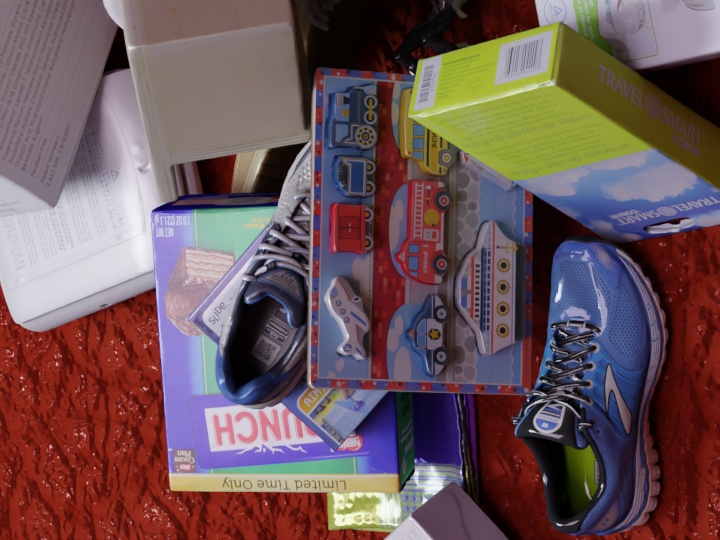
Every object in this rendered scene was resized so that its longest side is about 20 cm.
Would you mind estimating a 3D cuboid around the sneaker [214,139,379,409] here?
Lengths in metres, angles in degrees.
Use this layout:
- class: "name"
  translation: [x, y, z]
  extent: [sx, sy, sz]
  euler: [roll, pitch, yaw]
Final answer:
- class: "sneaker"
  translation: [-0.037, 0.002, 1.604]
  extent: [0.077, 0.085, 0.201]
  euler: [23, 99, 6]

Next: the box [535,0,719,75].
- class: "box"
  translation: [0.190, -0.226, 1.530]
  extent: [0.176, 0.096, 0.201]
  euler: [-11, 91, 41]

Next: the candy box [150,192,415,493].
- class: "candy box"
  translation: [-0.052, 0.050, 1.736]
  extent: [0.168, 0.077, 0.201]
  euler: [-2, 100, 13]

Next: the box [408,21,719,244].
- class: "box"
  translation: [0.141, -0.081, 1.560]
  extent: [0.122, 0.200, 0.048]
  euler: [-11, 60, 44]

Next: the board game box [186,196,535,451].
- class: "board game box"
  translation: [0.000, 0.000, 1.660]
  extent: [0.135, 0.034, 0.200]
  euler: [42, 101, 1]

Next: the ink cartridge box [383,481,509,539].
- class: "ink cartridge box"
  translation: [0.033, 0.255, 1.760]
  extent: [0.117, 0.067, 0.200]
  euler: [47, 126, 7]

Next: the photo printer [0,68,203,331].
- class: "photo printer"
  translation: [-0.202, -0.057, 1.919]
  extent: [0.200, 0.069, 0.167]
  euler: [-21, 82, 41]

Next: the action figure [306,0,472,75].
- class: "action figure"
  translation: [0.030, -0.190, 1.672]
  extent: [0.119, 0.102, 0.201]
  euler: [-28, 81, 59]

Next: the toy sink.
- class: "toy sink"
  translation: [-0.093, -0.150, 1.615]
  extent: [0.200, 0.111, 0.131]
  euler: [86, 174, -62]

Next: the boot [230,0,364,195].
- class: "boot"
  translation: [-0.088, -0.144, 1.802]
  extent: [0.155, 0.073, 0.201]
  euler: [29, 114, 33]

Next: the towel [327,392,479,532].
- class: "towel"
  translation: [0.020, 0.090, 1.786]
  extent: [0.143, 0.023, 0.201]
  euler: [0, 98, 40]

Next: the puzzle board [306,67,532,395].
- class: "puzzle board"
  translation: [0.041, -0.024, 1.591]
  extent: [0.017, 0.150, 0.201]
  euler: [170, 102, -71]

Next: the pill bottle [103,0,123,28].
- class: "pill bottle"
  translation: [-0.130, -0.267, 1.741]
  extent: [0.114, 0.114, 0.201]
  euler: [-37, 49, 39]

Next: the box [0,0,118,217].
- class: "box"
  translation: [-0.302, -0.150, 1.884]
  extent: [0.198, 0.131, 0.201]
  euler: [-7, 60, 47]

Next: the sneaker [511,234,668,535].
- class: "sneaker"
  translation: [0.147, 0.078, 1.629]
  extent: [0.078, 0.089, 0.201]
  euler: [1, 99, 40]
